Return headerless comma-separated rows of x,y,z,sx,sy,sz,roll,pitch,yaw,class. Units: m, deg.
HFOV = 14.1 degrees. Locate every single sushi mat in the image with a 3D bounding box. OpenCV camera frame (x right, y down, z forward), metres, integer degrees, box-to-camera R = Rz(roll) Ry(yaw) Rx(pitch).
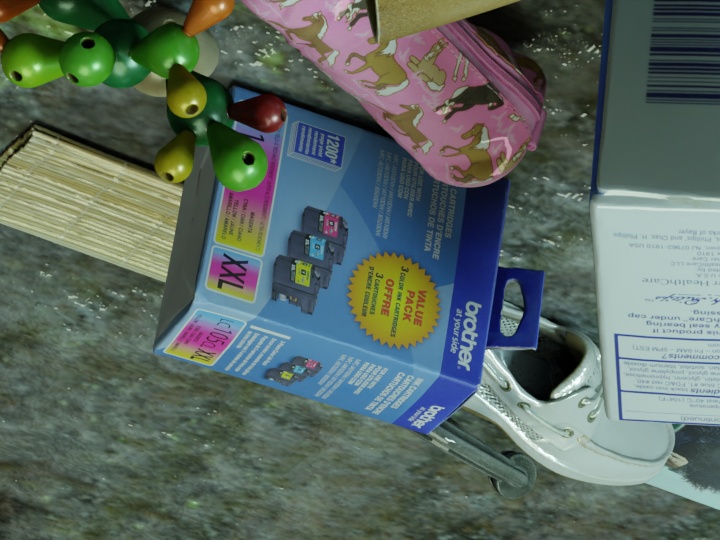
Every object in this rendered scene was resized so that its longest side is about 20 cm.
-0.120,-0.025,1.679,0.199,0.012,0.096,21,145,-20,sushi mat

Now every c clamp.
0.041,0.085,1.711,0.171,0.027,0.200,34,180,-26,c clamp

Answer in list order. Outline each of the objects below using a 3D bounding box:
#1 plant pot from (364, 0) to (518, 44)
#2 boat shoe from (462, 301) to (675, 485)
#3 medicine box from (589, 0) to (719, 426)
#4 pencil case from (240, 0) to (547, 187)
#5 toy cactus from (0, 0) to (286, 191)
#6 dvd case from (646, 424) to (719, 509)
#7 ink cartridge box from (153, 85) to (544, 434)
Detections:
0.090,-0.203,1.242,0.199,0.187,0.187,-8,146,-1,plant pot
0.117,0.068,1.724,0.199,0.071,0.069,26,144,-25,boat shoe
0.172,-0.049,1.434,0.102,0.183,0.200,2,146,8,medicine box
0.013,-0.121,1.448,0.083,0.087,0.200,-41,132,8,pencil case
-0.110,-0.118,1.447,0.200,0.103,0.165,31,-168,12,toy cactus
0.284,0.121,1.822,0.199,0.022,0.146,20,145,-21,dvd case
0.000,0.000,1.582,0.199,0.137,0.076,18,151,-17,ink cartridge box
